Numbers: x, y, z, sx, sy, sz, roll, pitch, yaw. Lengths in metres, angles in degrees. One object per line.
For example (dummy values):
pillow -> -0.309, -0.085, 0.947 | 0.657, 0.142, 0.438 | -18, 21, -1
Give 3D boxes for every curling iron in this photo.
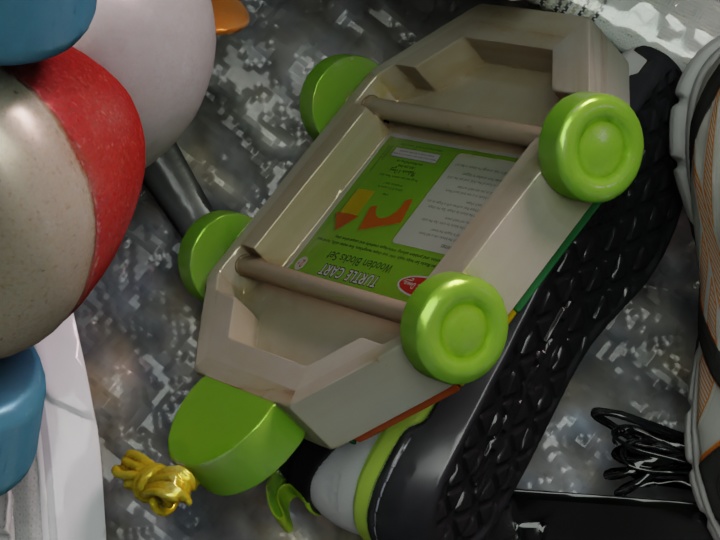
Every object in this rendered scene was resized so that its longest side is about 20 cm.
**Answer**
curling iron -> -0.103, -0.091, 0.971 | 0.026, 0.050, 0.200 | -36, 88, -10

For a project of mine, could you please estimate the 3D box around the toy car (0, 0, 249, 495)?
toy car -> -0.120, -0.067, 0.879 | 0.177, 0.185, 0.200 | 22, 34, 17

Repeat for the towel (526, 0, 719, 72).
towel -> 0.121, -0.160, 1.003 | 0.200, 0.035, 0.193 | 29, 78, 3

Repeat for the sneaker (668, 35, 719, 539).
sneaker -> 0.135, 0.018, 0.899 | 0.074, 0.080, 0.200 | -10, 85, -3

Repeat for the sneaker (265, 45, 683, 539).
sneaker -> 0.034, 0.001, 0.940 | 0.083, 0.072, 0.200 | 22, 67, 31

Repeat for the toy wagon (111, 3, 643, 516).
toy wagon -> 0.000, 0.000, 0.901 | 0.040, 0.155, 0.200 | 44, 75, -28

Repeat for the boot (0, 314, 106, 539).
boot -> -0.130, 0.090, 0.910 | 0.095, 0.074, 0.200 | -4, 79, -12

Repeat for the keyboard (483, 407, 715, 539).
keyboard -> 0.135, 0.101, 0.954 | 0.200, 0.040, 0.104 | 5, 93, 1
